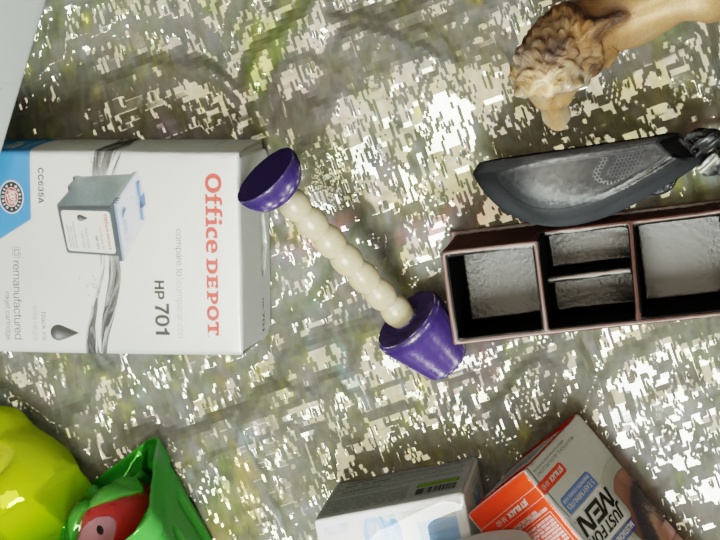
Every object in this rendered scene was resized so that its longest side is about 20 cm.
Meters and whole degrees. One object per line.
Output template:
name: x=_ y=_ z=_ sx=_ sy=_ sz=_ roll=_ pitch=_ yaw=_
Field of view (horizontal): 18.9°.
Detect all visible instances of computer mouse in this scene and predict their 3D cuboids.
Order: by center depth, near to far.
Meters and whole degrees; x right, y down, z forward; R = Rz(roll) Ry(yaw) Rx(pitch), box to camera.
computer mouse: x=0.173 y=-0.061 z=1.463 sx=0.198 sy=0.138 sz=0.053 roll=-8 pitch=94 yaw=21

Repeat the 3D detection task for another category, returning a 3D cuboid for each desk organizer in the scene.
desk organizer: x=0.159 y=0.002 z=1.494 sx=0.198 sy=0.077 sz=0.072 roll=-7 pitch=98 yaw=11

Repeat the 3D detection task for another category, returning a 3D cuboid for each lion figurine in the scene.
lion figurine: x=0.189 y=-0.170 z=1.437 sx=0.199 sy=0.122 sz=0.073 roll=-31 pitch=93 yaw=12

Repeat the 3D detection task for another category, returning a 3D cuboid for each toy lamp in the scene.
toy lamp: x=0.000 y=0.000 z=1.505 sx=0.058 sy=0.058 sz=0.200 roll=-37 pitch=115 yaw=13

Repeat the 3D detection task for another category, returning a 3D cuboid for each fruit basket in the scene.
fruit basket: x=-0.228 y=0.192 z=1.567 sx=0.213 sy=0.156 sz=0.218 roll=-1 pitch=113 yaw=-2

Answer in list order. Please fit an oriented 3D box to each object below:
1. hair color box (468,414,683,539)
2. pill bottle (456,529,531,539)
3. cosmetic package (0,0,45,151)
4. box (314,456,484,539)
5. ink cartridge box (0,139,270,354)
hair color box: x=0.177 y=0.209 z=1.496 sx=0.064 sy=0.111 sz=0.200 roll=-41 pitch=87 yaw=31
pill bottle: x=0.098 y=0.281 z=1.430 sx=0.111 sy=0.112 sz=0.202 roll=-14 pitch=97 yaw=12
cosmetic package: x=-0.330 y=-0.179 z=1.489 sx=0.199 sy=0.122 sz=0.202 roll=28 pitch=106 yaw=36
box: x=0.047 y=0.250 z=1.541 sx=0.111 sy=0.101 sz=0.202 roll=-12 pitch=97 yaw=11
ink cartridge box: x=-0.170 y=-0.018 z=1.544 sx=0.198 sy=0.086 sz=0.148 roll=0 pitch=97 yaw=11
